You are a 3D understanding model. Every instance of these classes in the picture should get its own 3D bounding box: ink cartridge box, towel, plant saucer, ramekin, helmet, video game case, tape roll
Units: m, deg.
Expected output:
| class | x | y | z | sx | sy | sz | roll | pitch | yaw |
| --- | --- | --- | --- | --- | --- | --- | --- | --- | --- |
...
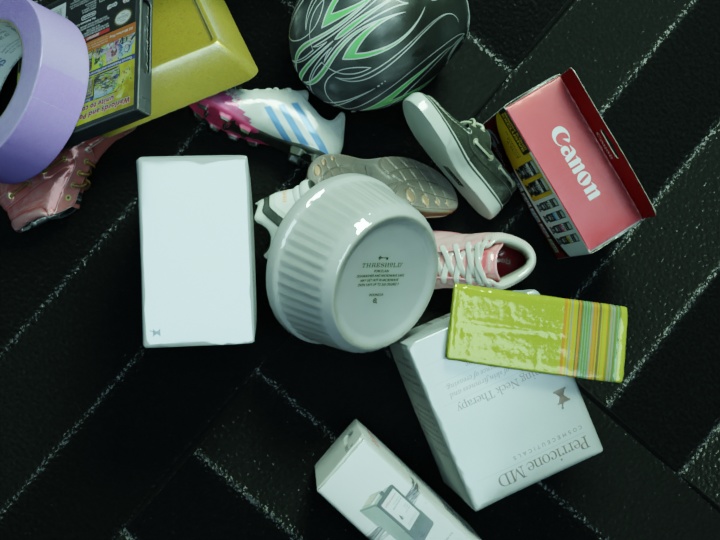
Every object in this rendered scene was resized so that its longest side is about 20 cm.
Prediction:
| class | x | y | z | sx | sy | sz | roll | pitch | yaw |
| --- | --- | --- | --- | --- | --- | --- | --- | --- | --- |
| ink cartridge box | 0.044 | 0.279 | 1.144 | 0.200 | 0.146 | 0.084 | 43 | 86 | -2 |
| towel | 0.195 | 0.069 | 1.068 | 0.199 | 0.018 | 0.086 | 8 | 81 | -5 |
| plant saucer | -0.247 | -0.276 | 1.141 | 0.199 | 0.049 | 0.200 | -23 | 61 | -6 |
| ramekin | 0.000 | 0.000 | 1.088 | 0.202 | 0.094 | 0.203 | -19 | 121 | -36 |
| helmet | 0.012 | -0.283 | 1.150 | 0.190 | 0.200 | 0.200 | -33 | 91 | -23 |
| video game case | -0.312 | -0.231 | 1.091 | 0.199 | 0.025 | 0.182 | -13 | 70 | 30 |
| ink cartridge box | 0.243 | -0.123 | 1.163 | 0.084 | 0.176 | 0.200 | -31 | 91 | -6 |
| tape roll | -0.392 | -0.201 | 1.079 | 0.199 | 0.066 | 0.201 | -11 | 71 | 33 |

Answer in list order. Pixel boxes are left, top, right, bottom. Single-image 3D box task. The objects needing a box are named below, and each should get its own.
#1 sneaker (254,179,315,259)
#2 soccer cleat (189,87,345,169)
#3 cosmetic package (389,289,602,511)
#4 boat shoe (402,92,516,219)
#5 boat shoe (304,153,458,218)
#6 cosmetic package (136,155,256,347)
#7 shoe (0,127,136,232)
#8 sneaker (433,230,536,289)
| class | x | y | z | sx | sy | sz | roll | pitch | yaw |
| --- | --- | --- | --- | --- | --- | --- | --- | --- | --- |
| sneaker | -0.070 | -0.015 | 1.156 | 0.080 | 0.074 | 0.201 | -13 | 123 | 4 |
| soccer cleat | -0.112 | -0.193 | 1.191 | 0.199 | 0.070 | 0.087 | 23 | 76 | -9 |
| cosmetic package | 0.152 | 0.144 | 1.149 | 0.167 | 0.166 | 0.201 | -23 | 91 | -7 |
| boat shoe | 0.123 | -0.151 | 1.182 | 0.064 | 0.071 | 0.200 | -47 | 125 | -7 |
| boat shoe | 0.022 | -0.095 | 1.196 | 0.199 | 0.072 | 0.076 | 9 | 56 | -19 |
| cosmetic package | -0.181 | -0.017 | 1.106 | 0.122 | 0.200 | 0.200 | -2 | 89 | -5 |
| shoe | -0.342 | -0.122 | 1.163 | 0.199 | 0.071 | 0.091 | -25 | 92 | 0 |
| sneaker | 0.118 | -0.013 | 1.184 | 0.199 | 0.105 | 0.076 | -1 | 90 | -4 |
